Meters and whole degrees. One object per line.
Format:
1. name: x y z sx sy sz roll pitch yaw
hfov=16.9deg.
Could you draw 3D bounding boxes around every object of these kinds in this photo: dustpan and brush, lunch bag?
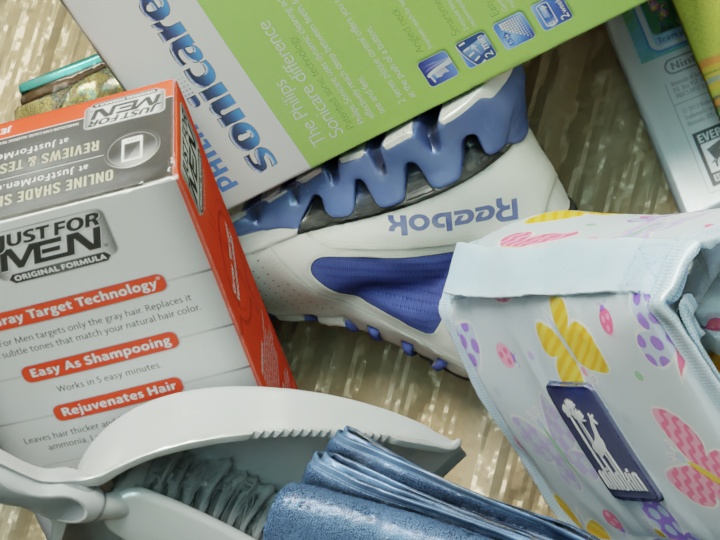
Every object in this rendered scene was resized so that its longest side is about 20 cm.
1. dustpan and brush: -0.076 0.080 0.830 0.140 0.200 0.057 -47 29 28
2. lunch bag: 0.137 0.042 0.805 0.200 0.170 0.127 25 78 -23

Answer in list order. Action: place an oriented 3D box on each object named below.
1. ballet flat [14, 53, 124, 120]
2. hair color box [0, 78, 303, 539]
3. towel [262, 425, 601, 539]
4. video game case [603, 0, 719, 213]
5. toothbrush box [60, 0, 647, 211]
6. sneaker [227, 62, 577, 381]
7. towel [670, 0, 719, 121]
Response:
1. ballet flat: -0.040 -0.086 0.972 0.200 0.071 0.071 -26 72 3
2. hair color box: -0.082 0.036 0.873 0.101 0.200 0.061 -13 40 7
3. towel: 0.061 0.134 0.803 0.200 0.049 0.112 20 121 8
4. video game case: 0.190 -0.133 0.956 0.200 0.024 0.182 -21 72 6
5. toothbrush box: -0.003 -0.134 0.843 0.200 0.146 0.086 -27 29 15
6. sneaker: 0.001 0.000 0.920 0.199 0.081 0.115 -23 115 30
7. towel: 0.162 -0.114 0.937 0.086 0.018 0.200 -19 71 0
